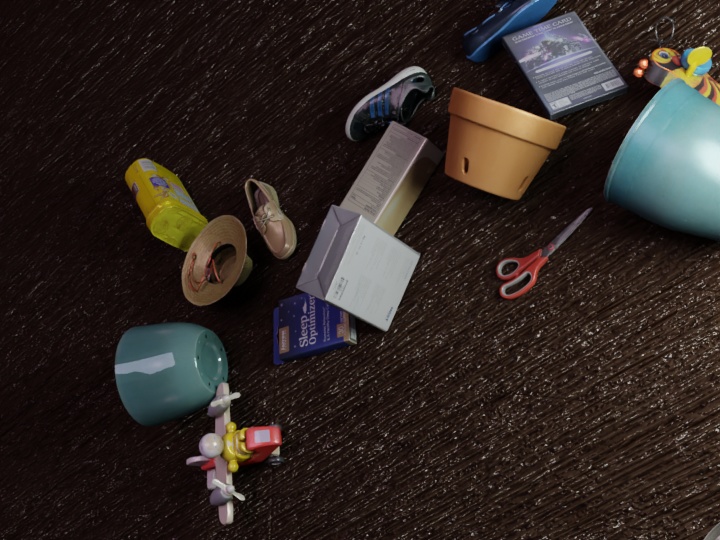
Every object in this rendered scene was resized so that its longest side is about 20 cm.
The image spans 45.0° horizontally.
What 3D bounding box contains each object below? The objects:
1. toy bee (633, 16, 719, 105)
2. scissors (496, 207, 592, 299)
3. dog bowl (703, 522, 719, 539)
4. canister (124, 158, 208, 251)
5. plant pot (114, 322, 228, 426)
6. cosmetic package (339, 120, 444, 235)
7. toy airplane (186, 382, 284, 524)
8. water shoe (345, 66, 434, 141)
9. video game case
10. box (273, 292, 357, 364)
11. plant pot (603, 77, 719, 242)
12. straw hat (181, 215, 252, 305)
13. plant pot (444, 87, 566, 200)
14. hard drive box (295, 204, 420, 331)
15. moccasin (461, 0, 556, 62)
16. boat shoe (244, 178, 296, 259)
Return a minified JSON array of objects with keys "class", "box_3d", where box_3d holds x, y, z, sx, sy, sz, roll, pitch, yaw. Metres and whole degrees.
[{"class":"toy bee","box_3d":[0.480,-0.298,1.347,0.200,0.107,0.132,49,146,46]},{"class":"scissors","box_3d":[0.308,-0.024,1.427,0.199,0.014,0.074,-33,53,21]},{"class":"dog bowl","box_3d":[0.517,0.400,1.072,0.198,0.058,0.203,-14,64,32]},{"class":"canister","box_3d":[-0.431,-0.149,1.929,0.087,0.148,0.201,-46,50,11]},{"class":"plant pot","box_3d":[-0.359,0.195,1.714,0.159,0.201,0.203,-13,64,19]},{"class":"cosmetic package","box_3d":[0.056,-0.165,1.626,0.105,0.071,0.201,36,94,39]},{"class":"toy airplane","box_3d":[-0.253,0.333,1.608,0.199,0.141,0.201,33,93,39]},{"class":"water shoe","box_3d":[0.054,-0.312,1.687,0.199,0.071,0.079,-40,55,17]},{"class":"video game case","box_3d":[0.346,-0.354,1.486,0.141,0.019,0.202,-20,56,-3]},{"class":"box","box_3d":[-0.097,0.101,1.659,0.198,0.032,0.123,-19,62,31]},{"class":"plant pot","box_3d":[0.483,-0.140,1.239,0.187,0.200,0.201,36,94,25]},{"class":"straw hat","box_3d":[-0.274,-0.009,1.798,0.199,0.085,0.204,-18,61,36]},{"class":"plant pot","box_3d":[0.226,-0.208,1.456,0.199,0.199,0.142,31,107,39]},{"class":"hard drive box","box_3d":[0.000,0.000,1.519,0.076,0.199,0.158,20,83,40]},{"class":"moccasin","box_3d":[0.265,-0.467,1.587,0.199,0.080,0.069,-32,67,20]},{"class":"boat shoe","box_3d":[-0.192,-0.106,1.788,0.071,0.064,0.201,-40,53,16]}]
